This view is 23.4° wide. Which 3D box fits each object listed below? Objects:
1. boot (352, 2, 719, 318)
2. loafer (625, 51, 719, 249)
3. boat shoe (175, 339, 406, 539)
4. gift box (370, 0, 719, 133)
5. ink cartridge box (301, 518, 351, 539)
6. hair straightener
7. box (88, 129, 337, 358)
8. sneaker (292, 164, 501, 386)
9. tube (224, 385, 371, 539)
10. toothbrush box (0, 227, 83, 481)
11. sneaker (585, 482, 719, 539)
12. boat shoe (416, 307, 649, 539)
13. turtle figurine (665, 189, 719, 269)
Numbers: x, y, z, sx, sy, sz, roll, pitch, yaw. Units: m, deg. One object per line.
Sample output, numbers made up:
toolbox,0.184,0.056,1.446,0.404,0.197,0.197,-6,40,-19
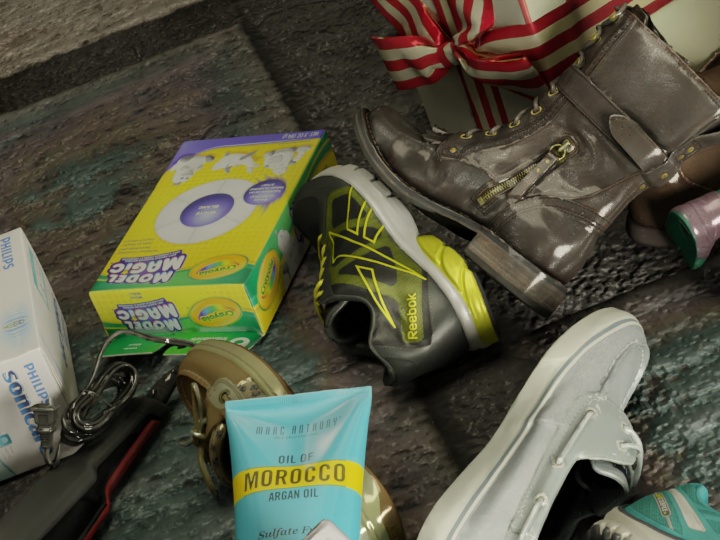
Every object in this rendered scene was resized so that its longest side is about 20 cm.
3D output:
boot,0.108,-0.086,1.021,0.200,0.069,0.174,43,98,28
loafer,0.222,-0.093,1.074,0.073,0.071,0.200,7,39,29
boat shoe,-0.054,0.102,0.941,0.063,0.073,0.200,-32,38,-19
gift box,0.110,-0.194,1.153,0.187,0.200,0.184,-35,23,-23
ink cartridge box,0.013,0.214,0.738,0.200,0.042,0.119,39,62,24
hair straightener,-0.153,0.098,0.990,0.041,0.077,0.200,6,42,35
box,-0.098,-0.017,1.151,0.117,0.048,0.200,-3,39,23
sneaker,0.000,0.000,1.054,0.085,0.075,0.200,-31,36,-16
tube,-0.030,0.145,0.843,0.077,0.050,0.200,-3,53,2
toothbrush box,-0.282,0.074,1.080,0.199,0.085,0.147,-19,34,-3
sneaker,0.185,0.148,0.766,0.080,0.078,0.200,-25,34,-24
boat shoe,0.105,0.102,0.879,0.071,0.070,0.201,22,54,29
turtle figurine,0.280,-0.051,0.977,0.200,0.101,0.150,-32,36,-8
